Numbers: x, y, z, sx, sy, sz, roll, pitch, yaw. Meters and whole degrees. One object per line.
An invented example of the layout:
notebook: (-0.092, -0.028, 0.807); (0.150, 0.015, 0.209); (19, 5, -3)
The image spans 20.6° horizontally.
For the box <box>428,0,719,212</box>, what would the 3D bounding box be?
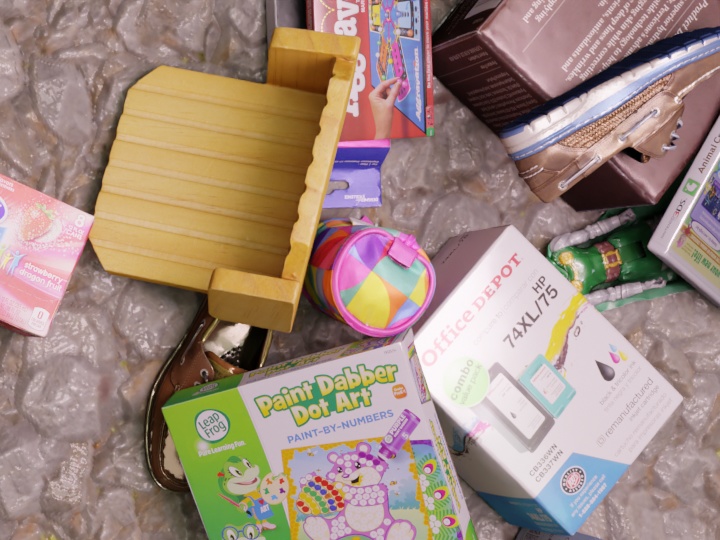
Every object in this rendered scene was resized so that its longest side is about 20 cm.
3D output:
box: (0.184, -0.175, 1.597); (0.200, 0.164, 0.166); (43, 78, -12)

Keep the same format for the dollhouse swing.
dollhouse swing: (-0.109, -0.079, 1.473); (0.174, 0.182, 0.202); (15, 79, 0)

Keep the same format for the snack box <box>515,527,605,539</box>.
snack box: (0.211, 0.261, 1.575); (0.142, 0.200, 0.053); (35, 80, -12)

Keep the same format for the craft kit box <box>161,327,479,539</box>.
craft kit box: (-0.026, 0.163, 1.498); (0.198, 0.049, 0.199); (-16, 99, 16)

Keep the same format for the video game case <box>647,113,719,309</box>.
video game case: (0.315, -0.067, 1.603); (0.183, 0.022, 0.200); (-61, 148, 0)

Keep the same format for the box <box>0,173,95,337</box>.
box: (-0.312, -0.034, 1.482); (0.199, 0.095, 0.104); (24, 82, -15)

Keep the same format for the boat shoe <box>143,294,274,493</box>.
boat shoe: (-0.115, 0.078, 1.552); (0.071, 0.068, 0.202); (20, 84, -17)

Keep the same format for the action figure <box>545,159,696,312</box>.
action figure: (0.225, -0.013, 1.662); (0.198, 0.055, 0.119); (-19, 83, -19)

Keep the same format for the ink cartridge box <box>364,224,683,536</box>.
ink cartridge box: (0.119, 0.086, 1.580); (0.200, 0.146, 0.147); (44, 77, -10)

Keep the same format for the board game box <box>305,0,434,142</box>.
board game box: (0.007, -0.204, 1.573); (0.102, 0.019, 0.202); (-5, 98, -21)

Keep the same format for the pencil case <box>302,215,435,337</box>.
pencil case: (0.000, 0.000, 1.527); (0.087, 0.200, 0.089); (-1, 96, -11)

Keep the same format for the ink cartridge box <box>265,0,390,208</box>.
ink cartridge box: (-0.026, -0.151, 1.603); (0.094, 0.037, 0.202); (-2, 91, -17)

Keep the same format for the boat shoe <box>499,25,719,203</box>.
boat shoe: (0.203, -0.117, 1.486); (0.199, 0.072, 0.073); (-27, 102, -4)
